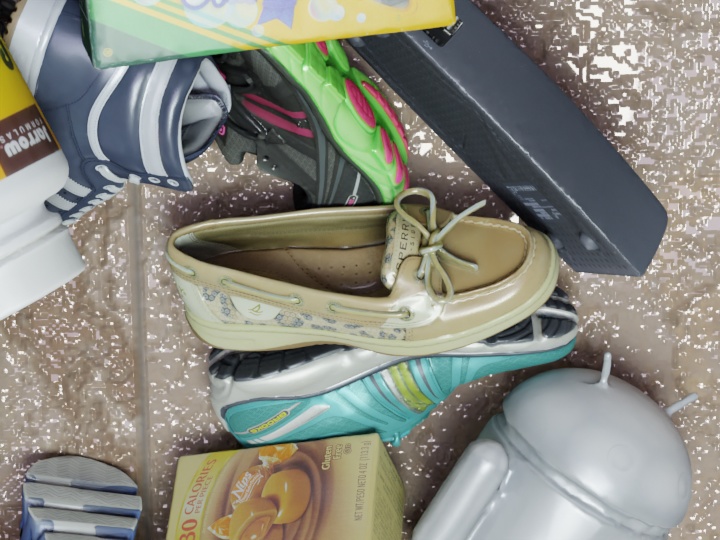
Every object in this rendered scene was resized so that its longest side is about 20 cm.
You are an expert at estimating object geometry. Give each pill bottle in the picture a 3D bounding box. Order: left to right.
[{"bbox_3d":[-0.206,-0.070,1.141,0.109,0.109,0.200,-28,96,6],"label":"pill bottle"}]

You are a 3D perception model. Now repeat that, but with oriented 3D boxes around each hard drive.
[{"bbox_3d":[0.067,-0.079,1.261,0.200,0.135,0.042,45,83,-8],"label":"hard drive"}]

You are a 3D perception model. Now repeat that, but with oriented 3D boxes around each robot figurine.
[{"bbox_3d":[0.099,0.134,1.329,0.170,0.113,0.200,20,108,-49],"label":"robot figurine"}]

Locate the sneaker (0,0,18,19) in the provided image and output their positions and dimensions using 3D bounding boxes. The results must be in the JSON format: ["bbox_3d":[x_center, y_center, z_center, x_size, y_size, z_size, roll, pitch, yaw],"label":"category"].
[{"bbox_3d":[-0.158,-0.164,1.263,0.200,0.076,0.081,34,79,-17],"label":"sneaker"}]

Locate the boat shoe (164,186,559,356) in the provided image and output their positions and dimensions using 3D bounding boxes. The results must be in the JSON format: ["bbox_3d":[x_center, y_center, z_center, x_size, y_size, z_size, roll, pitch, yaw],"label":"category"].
[{"bbox_3d":[0.000,0.000,1.279,0.200,0.073,0.063,-7,140,11],"label":"boat shoe"}]

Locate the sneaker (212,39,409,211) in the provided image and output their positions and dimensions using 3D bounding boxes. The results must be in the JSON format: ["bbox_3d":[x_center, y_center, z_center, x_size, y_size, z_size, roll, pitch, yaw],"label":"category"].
[{"bbox_3d":[-0.047,-0.092,1.257,0.084,0.077,0.200,-22,130,17],"label":"sneaker"}]

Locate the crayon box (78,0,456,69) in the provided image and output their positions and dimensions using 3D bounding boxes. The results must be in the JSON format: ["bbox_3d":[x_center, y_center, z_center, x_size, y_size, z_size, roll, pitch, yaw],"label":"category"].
[{"bbox_3d":[-0.031,-0.168,1.136,0.200,0.052,0.126,-8,109,-10],"label":"crayon box"}]

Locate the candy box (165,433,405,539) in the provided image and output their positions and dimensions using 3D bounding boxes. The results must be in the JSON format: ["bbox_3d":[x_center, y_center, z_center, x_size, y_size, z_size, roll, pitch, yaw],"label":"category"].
[{"bbox_3d":[-0.044,0.183,1.283,0.115,0.200,0.055,-8,139,17],"label":"candy box"}]

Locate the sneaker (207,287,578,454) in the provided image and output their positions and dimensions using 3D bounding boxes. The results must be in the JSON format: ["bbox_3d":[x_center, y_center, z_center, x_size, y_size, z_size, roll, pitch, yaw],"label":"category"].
[{"bbox_3d":[0.019,0.050,1.336,0.200,0.078,0.080,-13,124,7],"label":"sneaker"}]

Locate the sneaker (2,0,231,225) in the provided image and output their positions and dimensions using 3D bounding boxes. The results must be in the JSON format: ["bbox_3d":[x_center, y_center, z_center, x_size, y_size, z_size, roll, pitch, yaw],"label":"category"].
[{"bbox_3d":[-0.128,-0.055,1.245,0.108,0.070,0.200,19,143,1],"label":"sneaker"}]

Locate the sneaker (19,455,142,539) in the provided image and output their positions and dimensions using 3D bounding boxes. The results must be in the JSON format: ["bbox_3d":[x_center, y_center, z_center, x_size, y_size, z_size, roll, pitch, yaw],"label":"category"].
[{"bbox_3d":[-0.152,0.197,1.308,0.080,0.199,0.115,8,118,-7],"label":"sneaker"}]

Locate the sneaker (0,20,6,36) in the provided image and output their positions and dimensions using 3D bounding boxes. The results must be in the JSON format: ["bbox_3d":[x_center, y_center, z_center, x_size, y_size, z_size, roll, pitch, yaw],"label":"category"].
[{"bbox_3d":[-0.274,-0.112,1.270,0.200,0.088,0.075,3,76,20],"label":"sneaker"}]
